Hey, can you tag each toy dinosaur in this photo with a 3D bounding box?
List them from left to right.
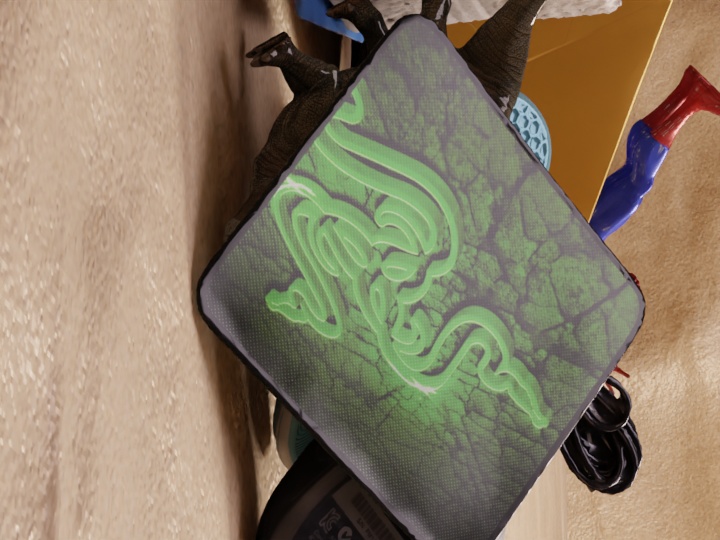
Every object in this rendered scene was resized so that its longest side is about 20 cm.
[{"bbox_3d":[0.012,-0.068,0.977,0.103,0.200,0.077,63,-14,-10],"label":"toy dinosaur"}]

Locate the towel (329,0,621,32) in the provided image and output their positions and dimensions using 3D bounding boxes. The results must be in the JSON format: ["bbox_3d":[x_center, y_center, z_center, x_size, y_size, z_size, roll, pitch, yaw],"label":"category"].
[{"bbox_3d":[0.039,-0.147,0.970,0.200,0.132,0.035,48,42,-69],"label":"towel"}]

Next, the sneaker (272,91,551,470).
[{"bbox_3d":[0.000,0.000,1.060,0.079,0.130,0.200,37,79,-33],"label":"sneaker"}]

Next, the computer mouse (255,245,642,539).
[{"bbox_3d":[0.025,0.092,0.997,0.053,0.200,0.139,16,-39,56],"label":"computer mouse"}]

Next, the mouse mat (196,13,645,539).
[{"bbox_3d":[0.033,0.014,0.945,0.200,0.008,0.161,48,68,-31],"label":"mouse mat"}]

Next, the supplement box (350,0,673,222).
[{"bbox_3d":[0.073,-0.162,1.200,0.198,0.132,0.201,104,-11,-53],"label":"supplement box"}]

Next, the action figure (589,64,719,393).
[{"bbox_3d":[0.157,-0.013,1.323,0.099,0.200,0.065,44,12,-10],"label":"action figure"}]

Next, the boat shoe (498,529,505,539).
[{"bbox_3d":[0.025,0.092,1.202,0.070,0.071,0.201,-48,-146,36],"label":"boat shoe"}]

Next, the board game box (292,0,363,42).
[{"bbox_3d":[-0.028,-0.190,1.052,0.200,0.039,0.159,-2,94,-76],"label":"board game box"}]
